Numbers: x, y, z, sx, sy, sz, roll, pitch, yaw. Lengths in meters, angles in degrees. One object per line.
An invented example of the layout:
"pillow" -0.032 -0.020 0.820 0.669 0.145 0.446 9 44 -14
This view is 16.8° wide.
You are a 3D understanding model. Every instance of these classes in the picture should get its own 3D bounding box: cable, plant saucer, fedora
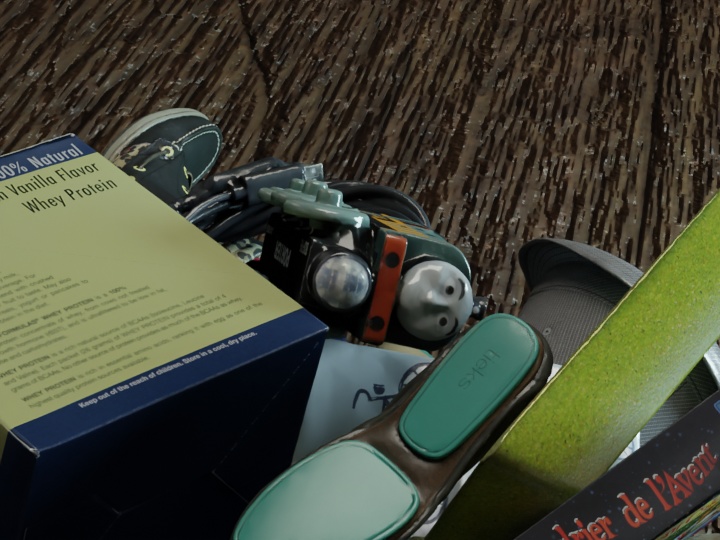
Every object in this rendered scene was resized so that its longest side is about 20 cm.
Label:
"cable" -0.057 -0.007 1.475 0.200 0.051 0.163 -19 37 -35
"plant saucer" 0.112 0.077 1.218 0.048 0.200 0.200 41 62 8
"fedora" 0.136 0.071 1.448 0.090 0.177 0.200 -40 22 -19

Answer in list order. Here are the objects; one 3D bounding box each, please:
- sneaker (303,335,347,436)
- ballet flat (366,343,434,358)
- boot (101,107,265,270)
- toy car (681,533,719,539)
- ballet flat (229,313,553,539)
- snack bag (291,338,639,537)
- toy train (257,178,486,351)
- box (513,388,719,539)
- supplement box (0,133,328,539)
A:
"sneaker" -0.048 0.065 1.422 0.078 0.070 0.200 4 16 -20
"ballet flat" 0.058 0.103 1.423 0.069 0.070 0.200 -12 31 -41
"boot" -0.112 -0.030 1.614 0.153 0.074 0.204 25 34 21
"toy car" 0.168 0.184 1.122 0.184 0.200 0.177 26 28 27
"ballet flat" 0.022 0.103 1.230 0.200 0.068 0.068 -37 63 -14
"snack bag" 0.049 0.121 1.308 0.199 0.021 0.189 11 57 -1
"toy train" 0.000 0.000 1.317 0.114 0.085 0.200 11 3 -11
"box" 0.102 0.133 1.127 0.200 0.137 0.038 -35 77 -10
"supplement box" -0.164 0.056 1.227 0.200 0.135 0.200 36 37 28
